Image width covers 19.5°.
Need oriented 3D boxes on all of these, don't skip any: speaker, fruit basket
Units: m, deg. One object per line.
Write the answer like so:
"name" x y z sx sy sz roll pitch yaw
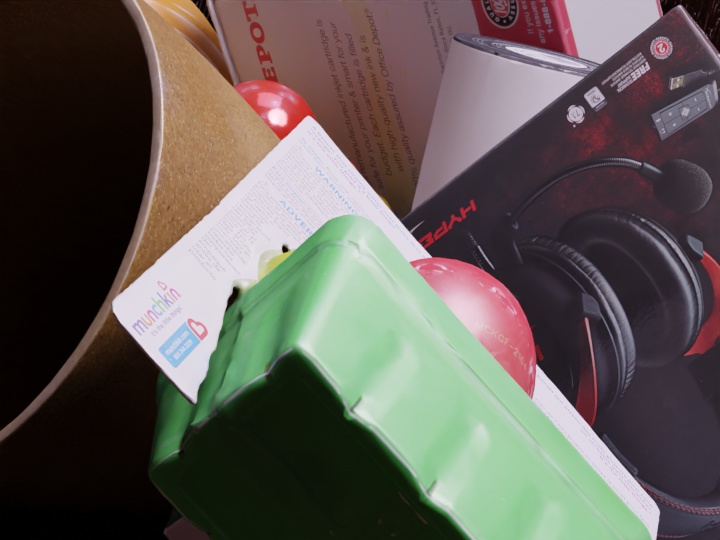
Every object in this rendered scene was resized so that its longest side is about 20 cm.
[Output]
"speaker" 0.052 0.009 0.869 0.080 0.202 0.081 13 11 -3
"fruit basket" 0.016 0.049 0.632 0.185 0.094 0.200 48 17 -5

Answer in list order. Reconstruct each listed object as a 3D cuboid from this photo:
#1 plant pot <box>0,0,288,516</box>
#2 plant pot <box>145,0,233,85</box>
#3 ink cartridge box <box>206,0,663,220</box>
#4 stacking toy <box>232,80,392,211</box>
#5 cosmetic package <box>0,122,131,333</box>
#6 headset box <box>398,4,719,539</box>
"plant pot" -0.077 0.014 0.753 0.186 0.188 0.200 18 -9 43
"plant pot" -0.133 -0.033 1.019 0.199 0.202 0.183 12 21 -25
"ink cartridge box" 0.041 -0.094 0.983 0.199 0.146 0.083 -1 23 41
"stacking toy" 0.000 0.000 0.940 0.200 0.085 0.085 52 -7 -17
"cosmetic package" -0.103 -0.014 0.857 0.050 0.083 0.200 21 -23 52
"headset box" 0.119 0.028 0.771 0.201 0.148 0.075 54 11 4
